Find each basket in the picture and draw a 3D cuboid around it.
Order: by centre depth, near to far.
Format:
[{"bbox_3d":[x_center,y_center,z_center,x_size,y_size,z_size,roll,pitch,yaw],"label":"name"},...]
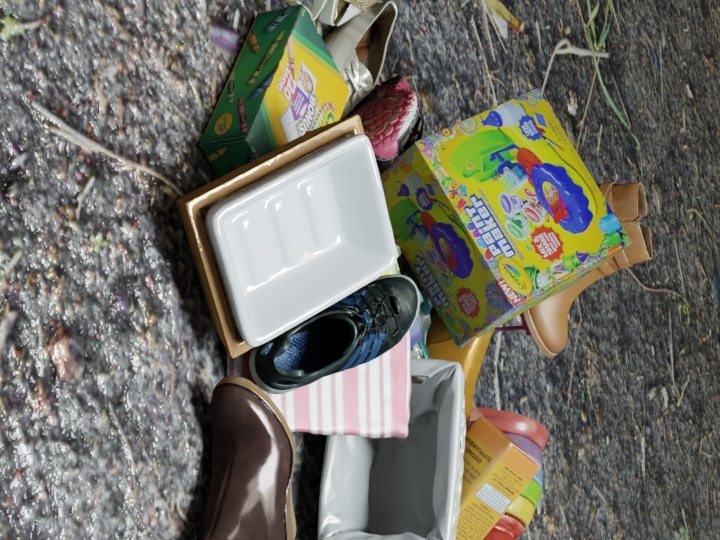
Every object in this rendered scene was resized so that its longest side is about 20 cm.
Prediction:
[{"bbox_3d":[0.039,0.202,1.649,0.124,0.134,0.201,67,27,-65],"label":"basket"}]

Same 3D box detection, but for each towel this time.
[{"bbox_3d":[-0.041,0.087,1.560,0.199,0.030,0.148,6,76,-27],"label":"towel"}]

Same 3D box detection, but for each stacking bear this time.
[{"bbox_3d":[0.157,0.280,1.928,0.121,0.113,0.201,47,48,-50],"label":"stacking bear"}]

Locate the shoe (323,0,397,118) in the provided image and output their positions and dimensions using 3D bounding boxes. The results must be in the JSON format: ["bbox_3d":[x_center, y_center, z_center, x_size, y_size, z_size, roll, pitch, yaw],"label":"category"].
[{"bbox_3d":[-0.007,-0.234,1.763,0.070,0.053,0.201,62,33,-36],"label":"shoe"}]

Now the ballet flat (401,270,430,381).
[{"bbox_3d":[0.041,0.062,1.771,0.200,0.071,0.072,-88,161,-65],"label":"ballet flat"}]

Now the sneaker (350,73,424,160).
[{"bbox_3d":[0.039,-0.157,1.752,0.075,0.080,0.200,63,13,-15],"label":"sneaker"}]

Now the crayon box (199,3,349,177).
[{"bbox_3d":[-0.082,-0.152,1.591,0.119,0.058,0.201,59,36,-39],"label":"crayon box"}]

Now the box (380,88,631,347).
[{"bbox_3d":[0.147,-0.057,1.729,0.192,0.122,0.201,-27,82,-35],"label":"box"}]

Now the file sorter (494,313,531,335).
[{"bbox_3d":[0.144,-0.038,1.944,0.201,0.125,0.139,69,29,-29],"label":"file sorter"}]

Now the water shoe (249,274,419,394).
[{"bbox_3d":[-0.010,0.061,1.520,0.199,0.079,0.072,-30,94,-29],"label":"water shoe"}]

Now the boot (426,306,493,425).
[{"bbox_3d":[0.123,0.072,1.797,0.071,0.144,0.202,33,20,-24],"label":"boot"}]

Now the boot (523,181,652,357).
[{"bbox_3d":[0.265,-0.004,1.864,0.077,0.154,0.202,10,76,-64],"label":"boot"}]

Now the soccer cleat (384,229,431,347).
[{"bbox_3d":[0.000,0.000,1.642,0.083,0.065,0.201,-33,107,-17],"label":"soccer cleat"}]

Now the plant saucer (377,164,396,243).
[{"bbox_3d":[-0.019,-0.042,1.717,0.200,0.035,0.202,22,65,-60],"label":"plant saucer"}]

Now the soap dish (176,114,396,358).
[{"bbox_3d":[-0.069,-0.036,1.483,0.199,0.081,0.158,-29,119,-28],"label":"soap dish"}]

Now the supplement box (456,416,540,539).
[{"bbox_3d":[0.098,0.259,1.724,0.200,0.066,0.069,-52,131,1],"label":"supplement box"}]

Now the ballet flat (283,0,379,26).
[{"bbox_3d":[-0.039,-0.298,1.724,0.200,0.070,0.066,6,106,-60],"label":"ballet flat"}]

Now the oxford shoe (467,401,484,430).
[{"bbox_3d":[0.068,0.152,1.841,0.200,0.070,0.075,20,39,-58],"label":"oxford shoe"}]

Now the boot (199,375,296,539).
[{"bbox_3d":[-0.113,0.215,1.432,0.167,0.072,0.201,-55,136,-56],"label":"boot"}]
